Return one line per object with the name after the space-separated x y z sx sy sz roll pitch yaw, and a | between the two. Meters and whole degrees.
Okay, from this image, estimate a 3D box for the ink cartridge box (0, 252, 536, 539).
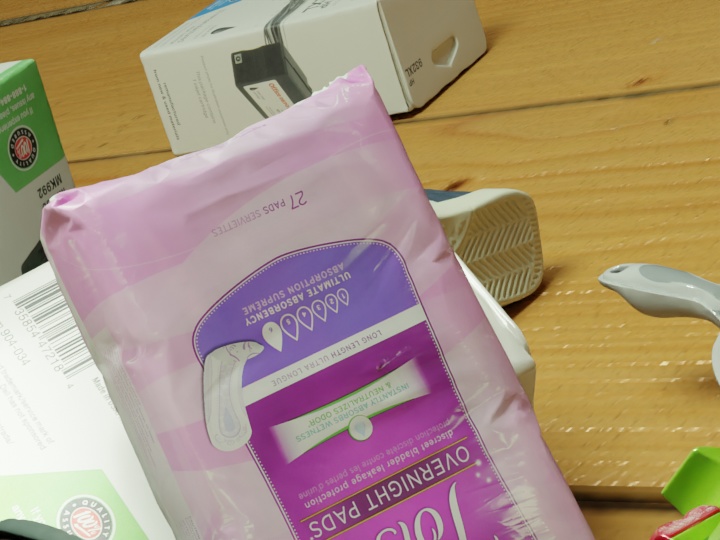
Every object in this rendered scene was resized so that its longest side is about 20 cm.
-0.054 0.054 0.799 0.199 0.084 0.146 -28 57 -18 | ink cartridge box

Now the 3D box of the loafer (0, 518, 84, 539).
-0.058 0.138 0.630 0.199 0.072 0.063 25 56 33 | loafer

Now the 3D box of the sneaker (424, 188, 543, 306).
0.000 0.000 1.006 0.084 0.076 0.199 -4 0 39 | sneaker

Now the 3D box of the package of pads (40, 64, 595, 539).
-0.012 0.048 0.699 0.120 0.201 0.076 -24 -5 -16 | package of pads

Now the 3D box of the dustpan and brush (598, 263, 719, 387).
0.166 0.029 0.809 0.139 0.058 0.199 -31 21 -32 | dustpan and brush

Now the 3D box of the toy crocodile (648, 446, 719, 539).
0.078 0.112 0.608 0.200 0.062 0.068 -36 -20 -45 | toy crocodile

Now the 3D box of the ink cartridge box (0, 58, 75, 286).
-0.177 0.029 0.937 0.083 0.201 0.146 -6 22 28 | ink cartridge box

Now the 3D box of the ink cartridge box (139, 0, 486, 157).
-0.031 -0.157 1.531 0.199 0.084 0.145 -8 20 30 | ink cartridge box
